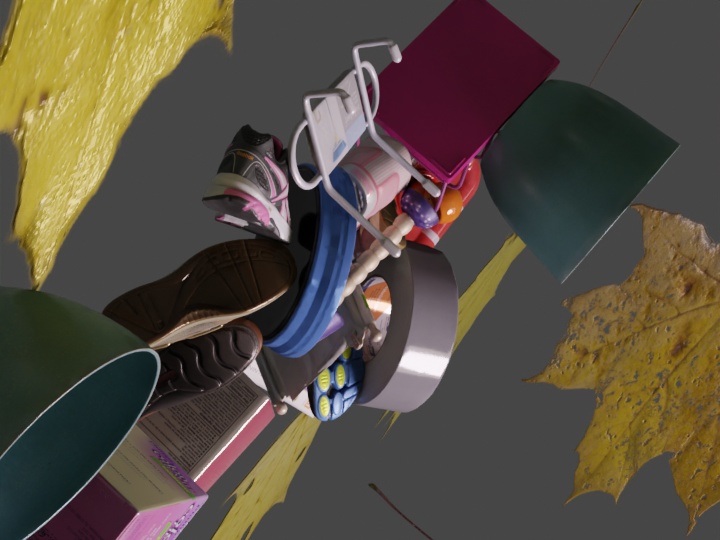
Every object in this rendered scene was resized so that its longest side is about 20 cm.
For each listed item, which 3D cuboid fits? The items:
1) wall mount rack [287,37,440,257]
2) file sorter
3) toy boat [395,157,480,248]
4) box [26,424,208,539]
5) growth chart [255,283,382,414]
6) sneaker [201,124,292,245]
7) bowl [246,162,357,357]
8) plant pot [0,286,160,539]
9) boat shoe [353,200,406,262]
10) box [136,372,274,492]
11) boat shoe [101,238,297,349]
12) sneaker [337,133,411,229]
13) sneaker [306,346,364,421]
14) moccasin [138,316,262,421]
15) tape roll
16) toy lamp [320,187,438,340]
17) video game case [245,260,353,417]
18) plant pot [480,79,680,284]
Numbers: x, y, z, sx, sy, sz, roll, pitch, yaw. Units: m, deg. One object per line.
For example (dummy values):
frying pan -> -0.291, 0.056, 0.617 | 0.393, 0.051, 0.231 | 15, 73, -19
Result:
wall mount rack -> 0.009, -0.120, 1.154 | 0.201, 0.073, 0.176 | -54, 136, -48
file sorter -> 0.104, -0.188, 1.358 | 0.200, 0.139, 0.126 | -46, 169, -19
toy boat -> 0.083, -0.091, 1.507 | 0.201, 0.130, 0.130 | -52, -153, -7
box -> -0.254, 0.186, 1.062 | 0.097, 0.175, 0.200 | -50, 169, 2
growth chart -> -0.060, 0.066, 1.347 | 0.018, 0.147, 0.200 | 14, 137, -41
sneaker -> -0.091, -0.081, 1.113 | 0.200, 0.079, 0.088 | 112, -2, -84
bowl -> -0.066, -0.014, 1.212 | 0.200, 0.039, 0.204 | -42, -139, 51
plant pot -> -0.260, 0.091, 0.847 | 0.200, 0.134, 0.201 | -47, 167, -14
boat shoe -> 0.006, -0.073, 1.398 | 0.064, 0.074, 0.201 | -31, -156, 11
box -> -0.209, 0.187, 1.350 | 0.200, 0.128, 0.109 | -47, 169, -13
boat shoe -> -0.156, 0.027, 1.136 | 0.197, 0.073, 0.065 | -24, 173, -16
sneaker -> -0.008, -0.085, 1.311 | 0.104, 0.076, 0.200 | -41, -177, -31
sneaker -> -0.048, 0.080, 1.398 | 0.070, 0.203, 0.082 | 6, 155, -36
moccasin -> -0.181, 0.099, 1.217 | 0.200, 0.074, 0.078 | -34, -169, 27
tape roll -> 0.037, 0.064, 1.410 | 0.065, 0.202, 0.202 | 13, 127, -26
toy lamp -> 0.000, 0.000, 1.270 | 0.200, 0.058, 0.058 | -44, 167, -10
video game case -> -0.065, 0.070, 1.509 | 0.181, 0.036, 0.201 | 36, 96, -38
plant pot -> 0.232, -0.115, 1.326 | 0.201, 0.161, 0.201 | -47, 172, -8
